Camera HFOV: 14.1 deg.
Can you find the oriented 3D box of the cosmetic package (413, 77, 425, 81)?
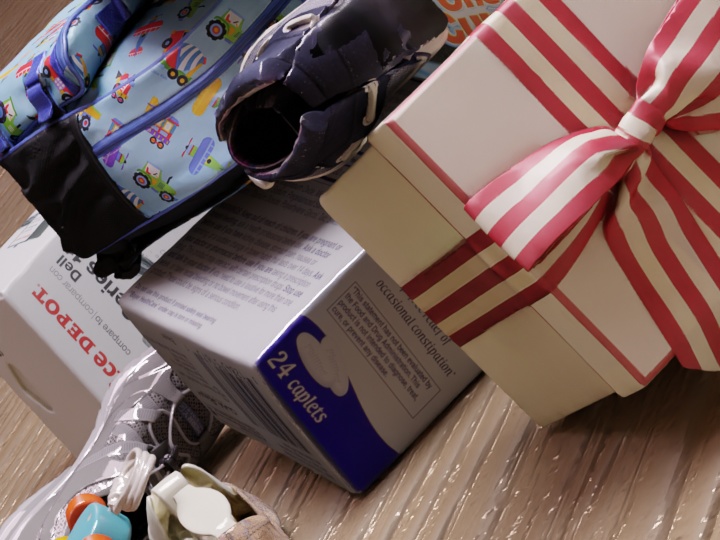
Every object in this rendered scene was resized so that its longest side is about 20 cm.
[{"bbox_3d":[0.034,-0.164,1.660,0.200,0.090,0.107,-169,86,-77],"label":"cosmetic package"}]

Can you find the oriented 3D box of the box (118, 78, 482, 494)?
[{"bbox_3d":[0.000,0.000,1.569,0.200,0.105,0.184,-45,27,-13],"label":"box"}]

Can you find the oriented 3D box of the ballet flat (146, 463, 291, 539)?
[{"bbox_3d":[-0.075,0.134,1.499,0.068,0.067,0.200,-44,15,-12],"label":"ballet flat"}]

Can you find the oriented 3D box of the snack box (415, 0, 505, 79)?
[{"bbox_3d":[0.100,-0.126,1.468,0.200,0.116,0.037,15,60,21],"label":"snack box"}]

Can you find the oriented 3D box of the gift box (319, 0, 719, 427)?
[{"bbox_3d":[0.119,-0.043,1.322,0.185,0.200,0.187,-50,2,-16],"label":"gift box"}]

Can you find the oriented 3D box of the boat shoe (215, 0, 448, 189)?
[{"bbox_3d":[-0.037,-0.072,1.328,0.093,0.075,0.200,-41,-3,-27],"label":"boat shoe"}]

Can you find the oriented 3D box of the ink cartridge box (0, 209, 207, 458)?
[{"bbox_3d":[-0.146,0.006,1.881,0.200,0.147,0.083,-51,19,-29],"label":"ink cartridge box"}]

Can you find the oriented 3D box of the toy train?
[{"bbox_3d":[-0.136,0.196,1.462,0.150,0.056,0.200,-34,33,56],"label":"toy train"}]

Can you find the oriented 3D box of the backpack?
[{"bbox_3d":[-0.090,-0.110,1.577,0.200,0.135,0.183,-27,17,52],"label":"backpack"}]

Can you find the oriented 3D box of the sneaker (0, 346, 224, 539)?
[{"bbox_3d":[-0.124,0.120,1.689,0.200,0.075,0.082,-53,32,-17],"label":"sneaker"}]
